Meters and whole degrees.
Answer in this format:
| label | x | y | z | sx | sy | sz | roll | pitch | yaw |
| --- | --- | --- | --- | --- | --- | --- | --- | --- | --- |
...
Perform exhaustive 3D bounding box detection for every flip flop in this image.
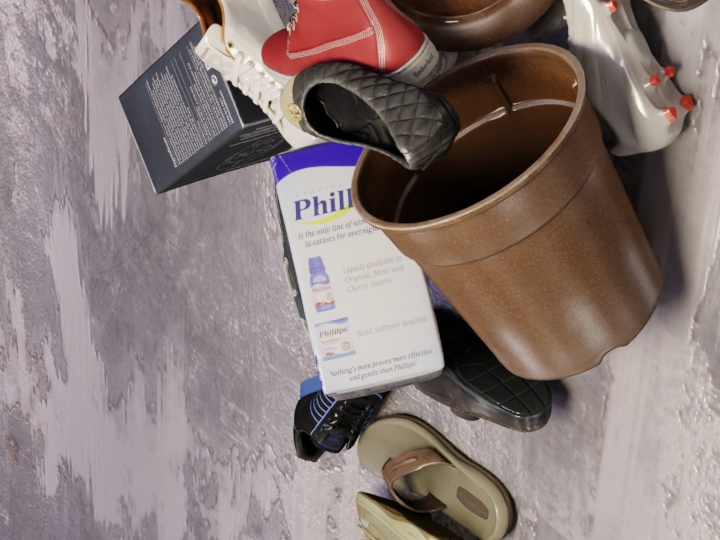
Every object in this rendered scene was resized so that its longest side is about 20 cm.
| label | x | y | z | sx | sy | sz | roll | pitch | yaw |
| --- | --- | --- | --- | --- | --- | --- | --- | --- | --- |
| flip flop | 0.062 | 0.203 | 1.780 | 0.200 | 0.057 | 0.082 | 32 | 130 | 41 |

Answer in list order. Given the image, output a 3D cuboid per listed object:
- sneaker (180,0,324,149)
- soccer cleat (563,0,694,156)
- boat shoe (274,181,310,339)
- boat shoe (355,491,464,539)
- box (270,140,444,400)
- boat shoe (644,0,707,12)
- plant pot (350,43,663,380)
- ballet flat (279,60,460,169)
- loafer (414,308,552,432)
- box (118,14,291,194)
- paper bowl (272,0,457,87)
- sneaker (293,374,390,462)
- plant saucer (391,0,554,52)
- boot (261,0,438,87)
| label | x | y | z | sx | sy | sz | roll | pitch | yaw |
| --- | --- | --- | --- | --- | --- | --- | --- | --- | --- |
| sneaker | -0.095 | -0.172 | 1.604 | 0.201 | 0.084 | 0.073 | 59 | 146 | 12 |
| soccer cleat | 0.181 | -0.181 | 1.421 | 0.077 | 0.069 | 0.201 | -25 | 90 | 42 |
| boat shoe | -0.048 | -0.010 | 1.809 | 0.060 | 0.075 | 0.202 | -11 | 97 | 48 |
| boat shoe | 0.040 | 0.262 | 1.787 | 0.200 | 0.073 | 0.064 | 20 | 92 | 65 |
| box | 0.000 | 0.000 | 1.561 | 0.184 | 0.104 | 0.202 | 74 | -176 | -84 |
| boat shoe | 0.185 | -0.271 | 1.349 | 0.074 | 0.073 | 0.201 | -40 | 70 | 13 |
| plant pot | 0.128 | -0.035 | 1.435 | 0.200 | 0.201 | 0.199 | 10 | 144 | 51 |
| ballet flat | -0.004 | -0.118 | 1.417 | 0.199 | 0.057 | 0.067 | 16 | 134 | 51 |
| loafer | 0.106 | 0.102 | 1.672 | 0.200 | 0.072 | 0.073 | 35 | 142 | 52 |
| box | -0.112 | -0.167 | 1.751 | 0.200 | 0.148 | 0.108 | -30 | 82 | 56 |
| paper bowl | 0.010 | -0.231 | 1.598 | 0.200 | 0.104 | 0.202 | 28 | 128 | 44 |
| sneaker | -0.011 | 0.131 | 1.812 | 0.200 | 0.070 | 0.079 | 139 | 142 | -61 |
| plant saucer | 0.071 | -0.271 | 1.458 | 0.198 | 0.032 | 0.202 | 3 | 101 | 14 |
| boot | -0.040 | -0.211 | 1.471 | 0.199 | 0.073 | 0.144 | 7 | 143 | 54 |
